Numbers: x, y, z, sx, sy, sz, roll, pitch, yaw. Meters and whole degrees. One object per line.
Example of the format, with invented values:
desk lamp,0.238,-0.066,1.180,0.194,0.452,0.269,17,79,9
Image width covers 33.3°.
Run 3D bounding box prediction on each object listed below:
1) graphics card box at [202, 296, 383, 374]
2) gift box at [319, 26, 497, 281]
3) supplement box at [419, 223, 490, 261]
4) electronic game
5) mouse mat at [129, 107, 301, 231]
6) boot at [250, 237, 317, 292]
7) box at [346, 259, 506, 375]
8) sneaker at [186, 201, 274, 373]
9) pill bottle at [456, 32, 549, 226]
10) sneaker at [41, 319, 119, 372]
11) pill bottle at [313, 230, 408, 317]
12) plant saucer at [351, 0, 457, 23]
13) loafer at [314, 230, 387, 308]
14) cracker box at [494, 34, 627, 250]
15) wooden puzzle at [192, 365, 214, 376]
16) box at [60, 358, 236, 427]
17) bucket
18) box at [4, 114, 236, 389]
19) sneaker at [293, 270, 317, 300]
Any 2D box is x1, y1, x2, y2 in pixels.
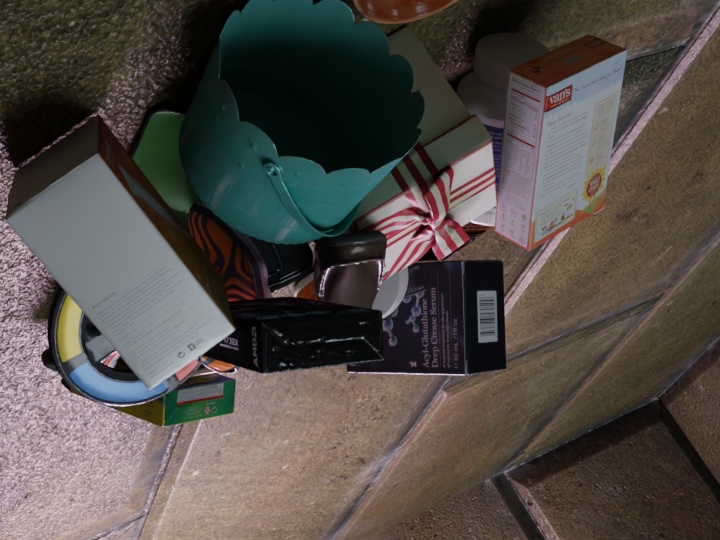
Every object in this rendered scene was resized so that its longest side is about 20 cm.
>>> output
graphics card box,-0.079,0.058,1.139,0.125,0.051,0.200,-4,-174,-28
gift box,0.028,-0.102,1.261,0.199,0.187,0.185,-34,158,1
supplement box,0.142,-0.087,1.590,0.200,0.061,0.109,-37,159,34
electronic game,-0.231,0.050,1.260,0.199,0.042,0.201,-16,119,-31
mouse mat,-0.164,-0.086,1.208,0.160,0.008,0.200,6,142,-29
boot,-0.137,-0.019,1.370,0.197,0.074,0.163,-27,156,-11
box,0.086,0.063,1.632,0.199,0.150,0.107,-3,178,38
sneaker,-0.151,0.032,1.243,0.112,0.077,0.201,-43,131,-25
pill bottle,0.158,-0.160,1.365,0.110,0.111,0.201,-19,134,-29
sneaker,-0.285,0.053,1.321,0.082,0.077,0.200,13,125,-41
pill bottle,0.000,0.000,1.435,0.112,0.113,0.200,-34,-171,4
plant saucer,0.071,-0.307,1.092,0.199,0.032,0.201,-27,159,-12
loafer,-0.007,0.018,1.207,0.073,0.071,0.200,-7,160,-5
cracker box,0.214,-0.138,1.300,0.134,0.058,0.201,-27,135,-34
wooden puzzle,-0.155,0.084,1.445,0.199,0.047,0.185,-6,-172,0
box,-0.258,0.135,1.444,0.117,0.199,0.049,-5,101,-51
bucket,-0.057,-0.131,1.076,0.206,0.208,0.135,-15,158,-37
box,-0.209,-0.017,1.063,0.097,0.124,0.200,-34,115,3
sneaker,-0.006,0.001,1.586,0.073,0.077,0.200,-1,141,-50
